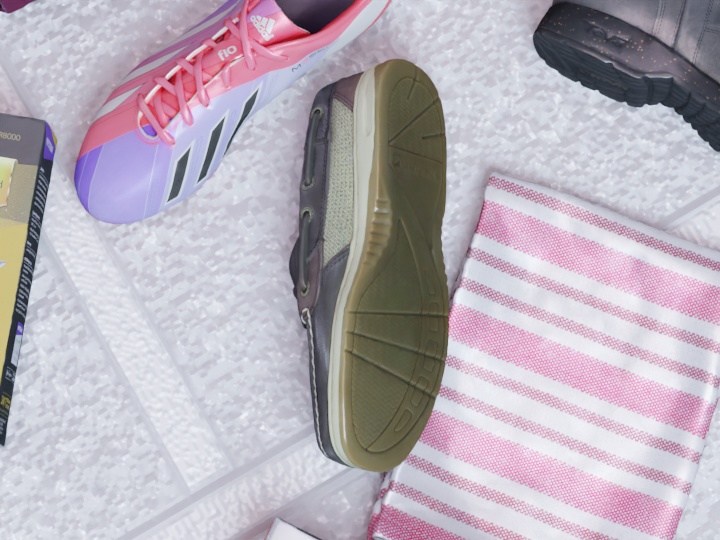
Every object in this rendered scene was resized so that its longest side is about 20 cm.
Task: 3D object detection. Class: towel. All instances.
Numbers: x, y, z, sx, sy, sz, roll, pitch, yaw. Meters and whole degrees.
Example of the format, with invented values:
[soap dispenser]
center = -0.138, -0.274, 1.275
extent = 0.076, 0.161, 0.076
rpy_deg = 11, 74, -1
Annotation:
[towel]
center = 0.099, 0.066, 1.271
extent = 0.146, 0.030, 0.201
rpy_deg = 20, 82, 2

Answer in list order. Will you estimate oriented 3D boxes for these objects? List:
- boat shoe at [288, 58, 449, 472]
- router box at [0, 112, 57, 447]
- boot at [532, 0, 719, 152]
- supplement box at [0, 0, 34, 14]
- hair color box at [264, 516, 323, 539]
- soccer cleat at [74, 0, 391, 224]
[boat shoe]
center = -0.001, -0.001, 1.263
extent = 0.066, 0.072, 0.202
rpy_deg = -9, 71, 43
[router box]
center = -0.258, -0.008, 1.269
extent = 0.199, 0.052, 0.158
rpy_deg = 8, 82, 1
[boot]
center = 0.195, -0.126, 1.281
extent = 0.199, 0.070, 0.132
rpy_deg = 28, 78, 0
[supplement box]
center = -0.158, -0.249, 1.278
extent = 0.130, 0.103, 0.201
rpy_deg = -22, 83, -5
[hair color box]
center = -0.040, 0.229, 1.232
extent = 0.101, 0.061, 0.201
rpy_deg = 27, 84, 3
[soccer cleat]
center = -0.062, -0.101, 1.270
extent = 0.200, 0.076, 0.067
rpy_deg = -39, 84, -5
